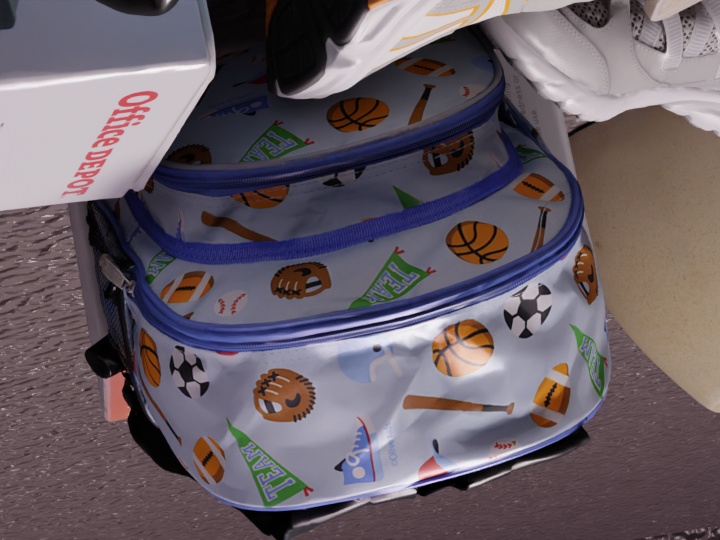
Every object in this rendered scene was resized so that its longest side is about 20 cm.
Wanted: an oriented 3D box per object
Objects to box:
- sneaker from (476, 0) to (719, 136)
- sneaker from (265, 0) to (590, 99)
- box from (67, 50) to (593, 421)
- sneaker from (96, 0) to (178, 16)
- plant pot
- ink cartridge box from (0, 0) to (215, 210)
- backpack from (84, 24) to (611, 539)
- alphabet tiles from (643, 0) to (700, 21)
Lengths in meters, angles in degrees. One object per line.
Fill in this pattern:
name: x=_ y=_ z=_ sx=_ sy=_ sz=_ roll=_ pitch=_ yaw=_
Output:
sneaker: x=0.110 y=-0.104 z=1.067 sx=0.199 sy=0.075 sz=0.082 roll=5 pitch=132 yaw=-47
sneaker: x=0.038 y=-0.099 z=0.917 sx=0.092 sy=0.076 sz=0.200 roll=8 pitch=161 yaw=-27
box: x=-0.019 y=-0.017 z=1.207 sx=0.199 sy=0.107 sz=0.152 roll=-10 pitch=169 yaw=-7
sneaker: x=-0.056 y=-0.108 z=0.781 sx=0.199 sy=0.091 sz=0.078 roll=-4 pitch=167 yaw=-34
plant pot: x=0.199 y=-0.007 z=1.392 sx=0.199 sy=0.135 sz=0.200 roll=-11 pitch=168 yaw=-2
ink cartridge box: x=-0.159 y=-0.067 z=0.889 sx=0.199 sy=0.085 sz=0.146 roll=-7 pitch=168 yaw=-18
backpack: x=0.000 y=0.000 z=1.020 sx=0.199 sy=0.155 sz=0.191 roll=-21 pitch=-149 yaw=-7
alphabet tiles: x=0.182 y=-0.137 z=0.914 sx=0.195 sy=0.015 sz=0.200 roll=-28 pitch=170 yaw=-8
